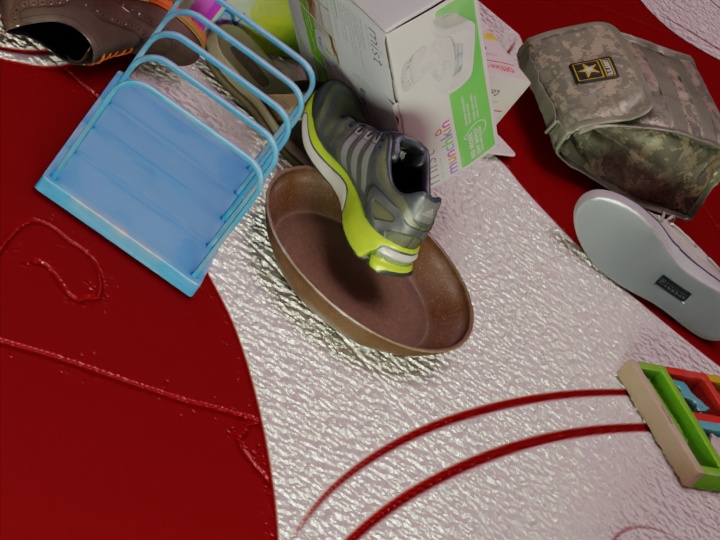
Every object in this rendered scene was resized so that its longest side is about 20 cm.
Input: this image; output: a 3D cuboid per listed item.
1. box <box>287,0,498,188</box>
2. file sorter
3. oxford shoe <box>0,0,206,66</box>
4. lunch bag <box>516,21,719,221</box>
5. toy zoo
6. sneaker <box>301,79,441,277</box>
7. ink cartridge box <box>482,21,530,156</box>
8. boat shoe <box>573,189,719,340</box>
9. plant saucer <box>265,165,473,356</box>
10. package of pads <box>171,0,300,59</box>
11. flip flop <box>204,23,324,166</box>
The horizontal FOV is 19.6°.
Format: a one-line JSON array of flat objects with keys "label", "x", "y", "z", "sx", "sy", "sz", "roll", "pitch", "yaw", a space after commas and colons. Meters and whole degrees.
[{"label": "box", "x": 0.021, "y": -0.195, "z": 1.753, "sx": 0.097, "sy": 0.200, "sz": 0.176, "roll": -32, "pitch": 52, "yaw": -15}, {"label": "file sorter", "x": -0.128, "y": -0.105, "z": 1.561, "sx": 0.139, "sy": 0.123, "sz": 0.200, "roll": 36, "pitch": 28, "yaw": -9}, {"label": "oxford shoe", "x": -0.208, "y": -0.189, "z": 1.663, "sx": 0.200, "sy": 0.071, "sz": 0.073, "roll": 16, "pitch": 63, "yaw": -39}, {"label": "lunch bag", "x": 0.262, "y": -0.161, "z": 2.113, "sx": 0.200, "sy": 0.118, "sz": 0.164, "roll": 16, "pitch": 36, "yaw": -27}, {"label": "toy zoo", "x": 0.326, "y": 0.145, "z": 1.851, "sx": 0.200, "sy": 0.020, "sz": 0.131, "roll": 12, "pitch": 39, "yaw": -42}, {"label": "sneaker", "x": 0.016, "y": -0.088, "z": 1.674, "sx": 0.074, "sy": 0.081, "sz": 0.200, "roll": 13, "pitch": 38, "yaw": -40}, {"label": "ink cartridge box", "x": 0.082, "y": -0.203, "z": 2.004, "sx": 0.116, "sy": 0.068, "sz": 0.200, "roll": 1, "pitch": 47, "yaw": -49}, {"label": "boat shoe", "x": 0.284, "y": -0.021, "z": 1.981, "sx": 0.202, "sy": 0.075, "sz": 0.086, "roll": 35, "pitch": 29, "yaw": -14}, {"label": "plant saucer", "x": 0.000, "y": 0.000, "z": 1.652, "sx": 0.200, "sy": 0.037, "sz": 0.201, "roll": 30, "pitch": 29, "yaw": -19}, {"label": "package of pads", "x": -0.082, "y": -0.268, "z": 1.810, "sx": 0.200, "sy": 0.155, "sz": 0.068, "roll": 5, "pitch": 43, "yaw": -47}, {"label": "flip flop", "x": -0.050, "y": -0.142, "z": 1.768, "sx": 0.200, "sy": 0.058, "sz": 0.081, "roll": 47, "pitch": 29, "yaw": 6}]
